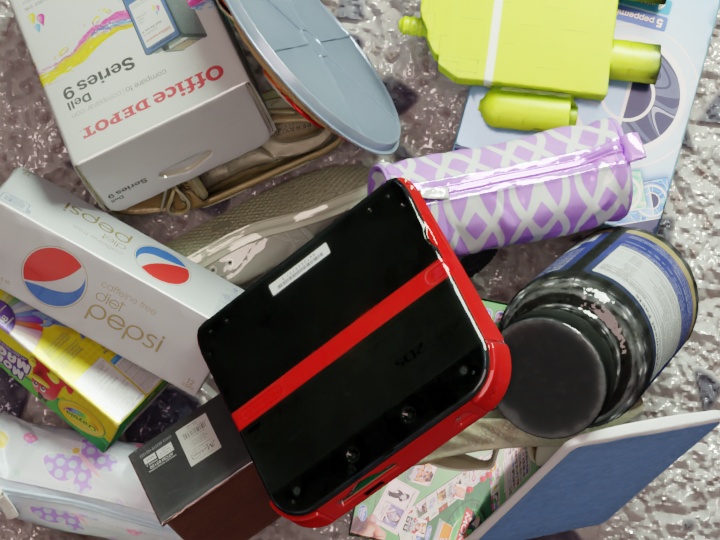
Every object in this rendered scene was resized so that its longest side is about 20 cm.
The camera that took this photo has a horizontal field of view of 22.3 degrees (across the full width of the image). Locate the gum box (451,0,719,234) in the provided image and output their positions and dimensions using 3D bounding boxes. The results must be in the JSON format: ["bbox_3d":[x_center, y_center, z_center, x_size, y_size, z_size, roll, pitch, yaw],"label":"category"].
[{"bbox_3d":[0.171,-0.141,1.411,0.169,0.045,0.201,16,89,4],"label":"gum box"}]

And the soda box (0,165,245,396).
[{"bbox_3d":[-0.187,0.008,1.350,0.199,0.064,0.068,30,117,-4],"label":"soda box"}]

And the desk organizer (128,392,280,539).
[{"bbox_3d":[-0.058,0.121,1.330,0.200,0.077,0.072,-34,49,1],"label":"desk organizer"}]

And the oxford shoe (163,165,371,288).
[{"bbox_3d":[-0.071,-0.023,1.412,0.199,0.075,0.058,-27,113,-2],"label":"oxford shoe"}]

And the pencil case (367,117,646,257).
[{"bbox_3d":[0.100,-0.058,1.327,0.199,0.086,0.084,-13,65,-14],"label":"pencil case"}]

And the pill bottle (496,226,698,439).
[{"bbox_3d":[0.162,0.044,1.289,0.111,0.200,0.112,8,109,24],"label":"pill bottle"}]

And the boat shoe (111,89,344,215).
[{"bbox_3d":[-0.108,-0.087,1.405,0.200,0.063,0.073,-16,113,-1],"label":"boat shoe"}]

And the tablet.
[{"bbox_3d":[0.162,0.151,1.313,0.130,0.200,0.014,-7,64,-25],"label":"tablet"}]

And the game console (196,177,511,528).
[{"bbox_3d":[-0.007,0.059,1.249,0.200,0.031,0.177,-37,60,17],"label":"game console"}]

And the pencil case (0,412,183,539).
[{"bbox_3d":[-0.198,0.166,1.396,0.199,0.091,0.084,11,91,2],"label":"pencil case"}]

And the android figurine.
[{"bbox_3d":[0.129,-0.195,1.373,0.199,0.041,0.183,5,88,5],"label":"android figurine"}]

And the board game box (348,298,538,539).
[{"bbox_3d":[0.076,0.120,1.414,0.134,0.029,0.201,12,88,2],"label":"board game box"}]

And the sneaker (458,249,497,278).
[{"bbox_3d":[0.000,0.000,1.380,0.199,0.070,0.082,-26,70,-12],"label":"sneaker"}]

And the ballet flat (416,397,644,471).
[{"bbox_3d":[0.113,0.118,1.376,0.199,0.068,0.063,-2,113,7],"label":"ballet flat"}]

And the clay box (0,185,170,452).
[{"bbox_3d":[-0.232,0.032,1.396,0.200,0.048,0.115,39,49,5],"label":"clay box"}]

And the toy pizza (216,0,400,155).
[{"bbox_3d":[-0.045,-0.159,1.352,0.032,0.200,0.200,-39,86,19],"label":"toy pizza"}]

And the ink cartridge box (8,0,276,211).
[{"bbox_3d":[-0.169,-0.165,1.375,0.145,0.088,0.201,-25,64,2],"label":"ink cartridge box"}]
